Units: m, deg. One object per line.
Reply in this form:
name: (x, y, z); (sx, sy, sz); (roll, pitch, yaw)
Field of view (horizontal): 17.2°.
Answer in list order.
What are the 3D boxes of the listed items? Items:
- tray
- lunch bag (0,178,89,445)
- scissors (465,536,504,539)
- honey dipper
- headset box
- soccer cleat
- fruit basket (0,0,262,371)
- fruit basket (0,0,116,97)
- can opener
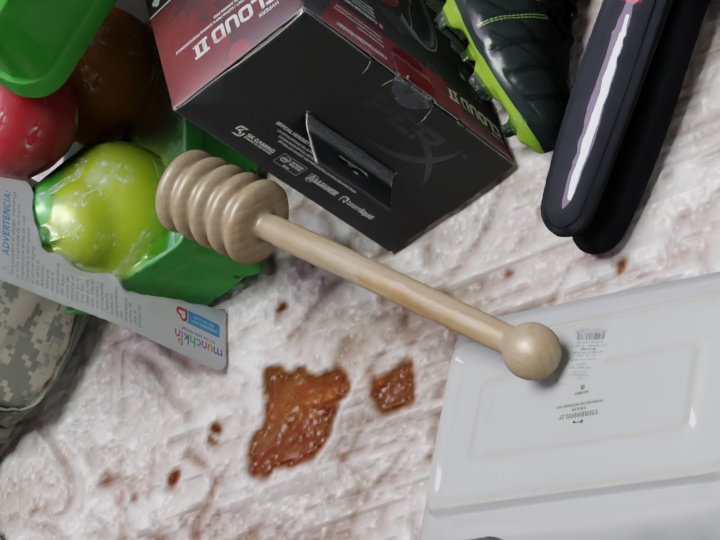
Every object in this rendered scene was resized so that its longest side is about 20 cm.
tray: (0.089, 0.053, 0.895); (0.200, 0.022, 0.108); (-14, 57, 49)
lunch bag: (-0.230, 0.002, 1.098); (0.168, 0.200, 0.139); (-49, 46, 10)
scissors: (-0.032, 0.134, 0.956); (0.200, 0.014, 0.073); (-8, 26, 43)
honey dipper: (0.000, 0.000, 0.955); (0.200, 0.038, 0.038); (25, 84, 34)
headset box: (-0.022, -0.112, 1.019); (0.075, 0.149, 0.200); (-35, 49, 22)
soccer cleat: (0.069, -0.140, 1.020); (0.081, 0.068, 0.200); (-22, 53, 14)
fruit basket: (-0.139, -0.062, 1.058); (0.094, 0.200, 0.186); (-35, 48, 41)
fruit basket: (-0.139, -0.192, 0.990); (0.216, 0.155, 0.216); (-56, 0, 0)
can opener: (0.120, -0.103, 0.954); (0.079, 0.063, 0.200); (21, 81, 44)
